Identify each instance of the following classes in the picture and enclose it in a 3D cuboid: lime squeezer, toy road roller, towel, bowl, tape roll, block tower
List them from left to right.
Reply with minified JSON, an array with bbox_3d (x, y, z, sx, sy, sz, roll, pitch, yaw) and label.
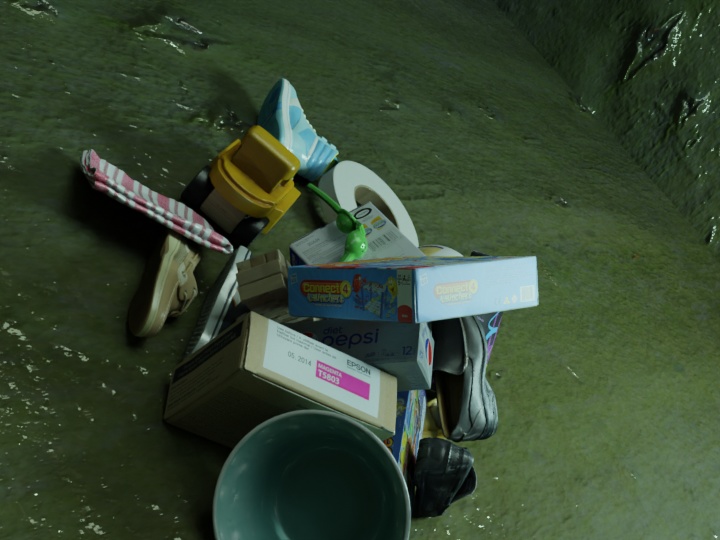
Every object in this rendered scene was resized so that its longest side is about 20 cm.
[{"bbox_3d":[-0.255,-0.085,1.382,0.199,0.030,0.146,29,4,-25],"label":"towel"},{"bbox_3d":[-0.142,-0.134,1.542,0.123,0.146,0.200,41,27,-4],"label":"toy road roller"},{"bbox_3d":[-0.087,0.040,1.305,0.200,0.058,0.054,59,15,-63],"label":"block tower"},{"bbox_3d":[-0.041,0.242,1.122,0.201,0.201,0.105,48,3,11],"label":"bowl"},{"bbox_3d":[-0.026,-0.043,1.397,0.038,0.070,0.201,45,28,-43],"label":"lime squeezer"},{"bbox_3d":[0.014,-0.083,1.762,0.203,0.037,0.203,37,33,-29],"label":"tape roll"}]

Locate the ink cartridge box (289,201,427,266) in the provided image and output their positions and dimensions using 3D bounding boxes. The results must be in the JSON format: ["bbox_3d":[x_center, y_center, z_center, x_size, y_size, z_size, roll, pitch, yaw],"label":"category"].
[{"bbox_3d":[0.000,0.000,1.424,0.136,0.077,0.200,-29,57,-24],"label":"ink cartridge box"}]

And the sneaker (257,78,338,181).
[{"bbox_3d":[-0.097,-0.220,1.806,0.130,0.080,0.201,25,41,-27],"label":"sneaker"}]

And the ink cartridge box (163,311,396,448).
[{"bbox_3d":[-0.085,0.140,1.195,0.199,0.165,0.075,28,49,-28],"label":"ink cartridge box"}]

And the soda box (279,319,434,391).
[{"bbox_3d":[-0.020,0.098,1.250,0.064,0.199,0.069,64,26,-48],"label":"soda box"}]

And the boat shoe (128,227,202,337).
[{"bbox_3d":[-0.221,0.018,1.301,0.064,0.071,0.200,32,28,-17],"label":"boat shoe"}]

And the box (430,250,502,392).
[{"bbox_3d":[0.159,0.085,1.554,0.036,0.201,0.143,14,-7,22],"label":"box"}]

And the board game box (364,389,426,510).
[{"bbox_3d":[0.044,0.201,1.277,0.034,0.136,0.201,2,50,12],"label":"board game box"}]

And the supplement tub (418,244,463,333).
[{"bbox_3d":[0.075,0.050,1.569,0.145,0.145,0.200,48,28,10],"label":"supplement tub"}]

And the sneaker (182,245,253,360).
[{"bbox_3d":[-0.150,0.056,1.336,0.079,0.078,0.200,30,40,-14],"label":"sneaker"}]

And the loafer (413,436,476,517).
[{"bbox_3d":[0.101,0.250,1.299,0.070,0.201,0.068,9,64,8],"label":"loafer"}]

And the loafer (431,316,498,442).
[{"bbox_3d":[0.123,0.123,1.429,0.072,0.073,0.201,-5,76,-42],"label":"loafer"}]

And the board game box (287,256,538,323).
[{"bbox_3d":[0.057,0.017,1.209,0.199,0.195,0.056,-5,95,-44],"label":"board game box"}]

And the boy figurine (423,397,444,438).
[{"bbox_3d":[0.060,0.193,1.436,0.199,0.065,0.125,16,35,-37],"label":"boy figurine"}]
